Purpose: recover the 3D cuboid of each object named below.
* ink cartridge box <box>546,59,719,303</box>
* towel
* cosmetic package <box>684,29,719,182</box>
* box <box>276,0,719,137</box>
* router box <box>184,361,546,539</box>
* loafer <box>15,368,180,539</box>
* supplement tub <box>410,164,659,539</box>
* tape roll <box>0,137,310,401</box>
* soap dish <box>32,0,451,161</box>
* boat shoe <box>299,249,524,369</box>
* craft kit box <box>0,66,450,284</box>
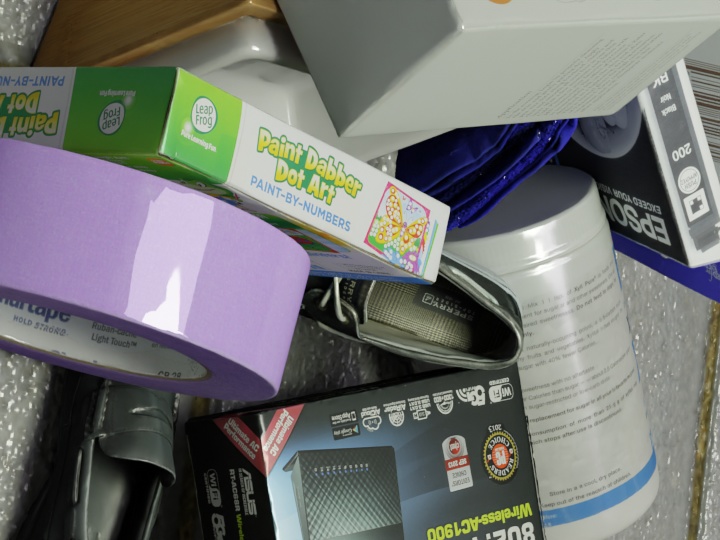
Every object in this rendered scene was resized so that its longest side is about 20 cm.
[{"bbox_3d":[0.144,-0.071,1.421,0.043,0.198,0.201,-28,114,-16],"label":"ink cartridge box"},{"bbox_3d":[0.078,-0.128,1.338,0.049,0.148,0.201,25,52,-26],"label":"towel"},{"bbox_3d":[0.244,-0.152,1.525,0.200,0.166,0.168,-41,134,-38],"label":"cosmetic package"},{"bbox_3d":[0.063,-0.145,1.157,0.199,0.097,0.125,-7,66,-44],"label":"box"},{"bbox_3d":[0.009,0.136,1.279,0.199,0.062,0.151,-9,91,-43],"label":"router box"},{"bbox_3d":[-0.119,0.091,1.225,0.068,0.070,0.201,32,69,-45],"label":"loafer"},{"bbox_3d":[0.096,0.053,1.420,0.132,0.132,0.201,-31,116,-43],"label":"supplement tub"},{"bbox_3d":[-0.126,0.001,1.112,0.200,0.200,0.066,26,74,-46],"label":"tape roll"},{"bbox_3d":[-0.047,-0.111,1.237,0.200,0.157,0.082,10,69,-49],"label":"soap dish"},{"bbox_3d":[0.000,0.000,1.287,0.199,0.071,0.072,16,98,-12],"label":"boat shoe"},{"bbox_3d":[-0.094,-0.045,1.147,0.197,0.199,0.049,21,77,-48],"label":"craft kit box"}]
